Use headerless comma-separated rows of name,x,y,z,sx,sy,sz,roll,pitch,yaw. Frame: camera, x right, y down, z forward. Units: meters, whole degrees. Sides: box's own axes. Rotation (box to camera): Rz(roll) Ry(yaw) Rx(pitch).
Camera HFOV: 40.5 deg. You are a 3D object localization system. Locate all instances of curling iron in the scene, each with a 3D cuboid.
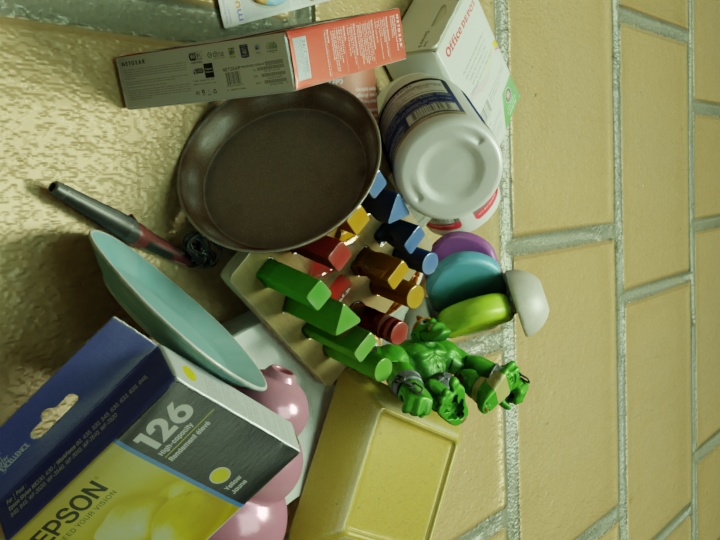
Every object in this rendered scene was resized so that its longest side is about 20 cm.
curling iron,-0.200,-0.043,0.883,0.050,0.026,0.200,-52,140,11

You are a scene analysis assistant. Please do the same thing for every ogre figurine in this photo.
ogre figurine,0.085,0.114,1.056,0.200,0.120,0.098,-22,128,-38

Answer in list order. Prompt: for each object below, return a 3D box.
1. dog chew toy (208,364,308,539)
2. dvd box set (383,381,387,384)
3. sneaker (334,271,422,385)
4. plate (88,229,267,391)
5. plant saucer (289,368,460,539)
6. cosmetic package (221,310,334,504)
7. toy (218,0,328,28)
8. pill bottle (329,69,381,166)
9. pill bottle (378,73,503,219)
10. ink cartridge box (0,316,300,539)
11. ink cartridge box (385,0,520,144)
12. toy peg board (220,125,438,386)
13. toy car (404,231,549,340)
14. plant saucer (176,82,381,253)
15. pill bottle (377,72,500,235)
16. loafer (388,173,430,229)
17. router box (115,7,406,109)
dog chew toy,-0.110,0.183,0.907,0.124,0.124,0.201,15,100,-54
dvd box set,0.057,0.192,1.260,0.147,0.029,0.200,-58,134,-37
sneaker,0.025,0.044,1.154,0.201,0.076,0.092,-64,164,9
plate,-0.160,0.041,0.831,0.026,0.200,0.200,-48,137,-1
plant saucer,0.033,0.233,1.084,0.200,0.048,0.201,28,75,-39
cosmetic package,-0.089,0.139,1.031,0.151,0.052,0.201,-25,111,-50
toy,-0.079,-0.335,1.033,0.200,0.047,0.116,-34,117,-50
pill bottle,-0.035,-0.154,1.046,0.112,0.112,0.201,-18,105,-54
pill bottle,0.078,-0.143,1.049,0.200,0.111,0.111,-103,173,-61
ink cartridge box,-0.182,0.157,0.775,0.198,0.047,0.200,-43,130,11
ink cartridge box,0.125,-0.257,1.296,0.200,0.087,0.146,58,46,-40
toy peg board,0.000,0.000,0.979,0.199,0.098,0.200,-52,134,-16
toy car,0.136,0.025,1.221,0.200,0.174,0.151,5,68,-80
plant saucer,-0.075,-0.096,0.929,0.035,0.199,0.201,67,39,-57
pill bottle,0.094,-0.147,1.233,0.200,0.110,0.111,57,47,-39
loafer,0.057,-0.079,1.158,0.200,0.070,0.070,-39,146,2
router box,-0.089,-0.194,0.893,0.179,0.199,0.049,-31,116,-52
